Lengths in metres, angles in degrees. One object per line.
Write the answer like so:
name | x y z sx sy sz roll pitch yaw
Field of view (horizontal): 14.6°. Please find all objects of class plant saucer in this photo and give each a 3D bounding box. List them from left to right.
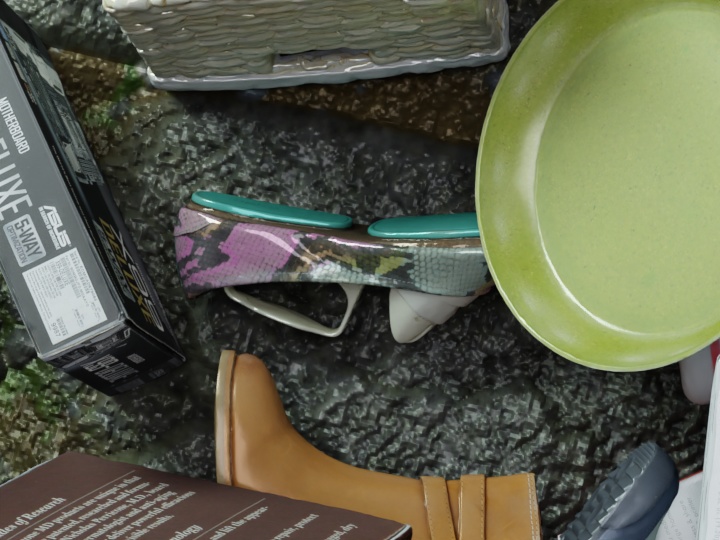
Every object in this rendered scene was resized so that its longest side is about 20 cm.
plant saucer | 0.141 -0.049 1.355 0.200 0.031 0.200 -10 75 41

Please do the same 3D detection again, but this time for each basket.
basket | -0.031 -0.210 1.444 0.198 0.161 0.200 -4 79 8

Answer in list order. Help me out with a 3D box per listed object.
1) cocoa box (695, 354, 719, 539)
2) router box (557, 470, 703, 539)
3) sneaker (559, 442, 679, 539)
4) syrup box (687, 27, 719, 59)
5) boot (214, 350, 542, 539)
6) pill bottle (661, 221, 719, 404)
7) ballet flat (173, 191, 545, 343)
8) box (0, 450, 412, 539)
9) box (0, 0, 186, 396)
cocoa box | 0.220 0.119 1.285 0.131 0.200 0.134 6 81 8
router box | 0.219 0.189 1.402 0.179 0.049 0.200 -25 79 3
sneaker | 0.115 0.181 1.368 0.082 0.070 0.200 30 102 -1
syrup box | 0.268 -0.101 1.379 0.200 0.079 0.082 -1 116 22
boot | 0.013 0.121 1.431 0.154 0.074 0.200 -15 91 6
pill bottle | 0.252 0.000 1.398 0.200 0.109 0.109 -9 80 6
ballet flat | 0.000 0.000 1.459 0.200 0.069 0.071 4 100 12
box | -0.099 0.200 1.341 0.200 0.164 0.166 9 106 22
box | -0.162 -0.041 1.434 0.050 0.158 0.200 -26 78 3
